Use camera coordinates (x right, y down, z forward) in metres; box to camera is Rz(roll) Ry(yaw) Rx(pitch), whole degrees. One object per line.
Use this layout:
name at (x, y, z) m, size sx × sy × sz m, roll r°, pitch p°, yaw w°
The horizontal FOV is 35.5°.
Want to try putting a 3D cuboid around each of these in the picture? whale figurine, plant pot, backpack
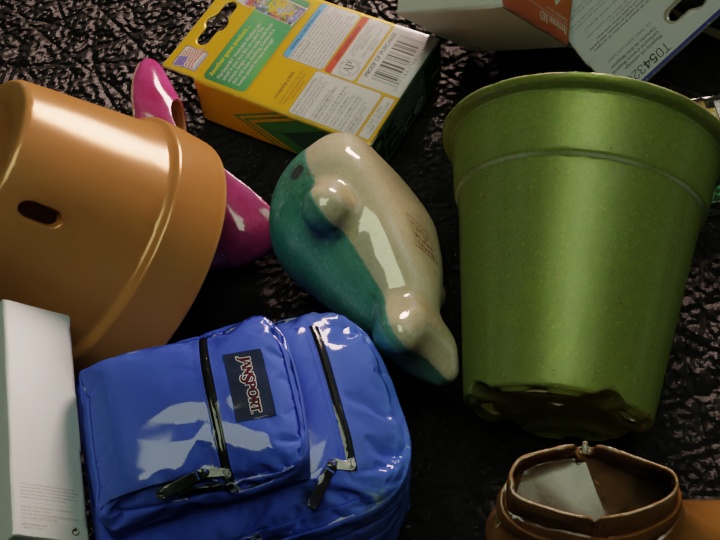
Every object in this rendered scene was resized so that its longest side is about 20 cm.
whale figurine at (0.000, 0.000, 0.777) m, size 0.103 × 0.159 × 0.201 m, roll -34°, pitch 49°, yaw 15°
plant pot at (-0.206, -0.032, 0.758) m, size 0.199 × 0.139 × 0.202 m, roll -28°, pitch 46°, yaw 34°
plant pot at (0.138, 0.005, 0.744) m, size 0.197 × 0.200 × 0.192 m, roll 7°, pitch 70°, yaw 10°
backpack at (-0.065, 0.116, 0.688) m, size 0.197 × 0.168 × 0.164 m, roll -12°, pitch 61°, yaw -9°

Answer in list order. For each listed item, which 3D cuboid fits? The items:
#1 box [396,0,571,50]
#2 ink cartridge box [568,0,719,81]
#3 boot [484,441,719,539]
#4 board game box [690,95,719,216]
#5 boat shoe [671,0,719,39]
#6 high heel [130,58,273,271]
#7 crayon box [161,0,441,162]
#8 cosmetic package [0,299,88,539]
box at (0.108, -0.290, 0.897) m, size 0.096 × 0.124 × 0.203 m, roll 5°, pitch 89°, yaw 34°
ink cartridge box at (0.232, -0.270, 0.914) m, size 0.196 × 0.043 × 0.201 m, roll -42°, pitch 68°, yaw 24°
boot at (0.171, 0.147, 0.646) m, size 0.197 × 0.155 × 0.074 m, roll -8°, pitch 55°, yaw 0°
board game box at (0.316, -0.095, 0.874) m, size 0.197 × 0.024 × 0.106 m, roll -7°, pitch 58°, yaw 1°
boat shoe at (0.256, -0.258, 0.965) m, size 0.199 × 0.063 × 0.074 m, roll 23°, pitch 64°, yaw 21°
high heel at (-0.120, -0.093, 0.882) m, size 0.095 × 0.068 × 0.202 m, roll -19°, pitch 61°, yaw 5°
crayon box at (-0.047, -0.164, 0.938) m, size 0.198 × 0.052 × 0.126 m, roll 23°, pitch 62°, yaw 19°
cosmetic package at (-0.241, 0.137, 0.686) m, size 0.200 × 0.051 × 0.152 m, roll -41°, pitch 46°, yaw 32°
